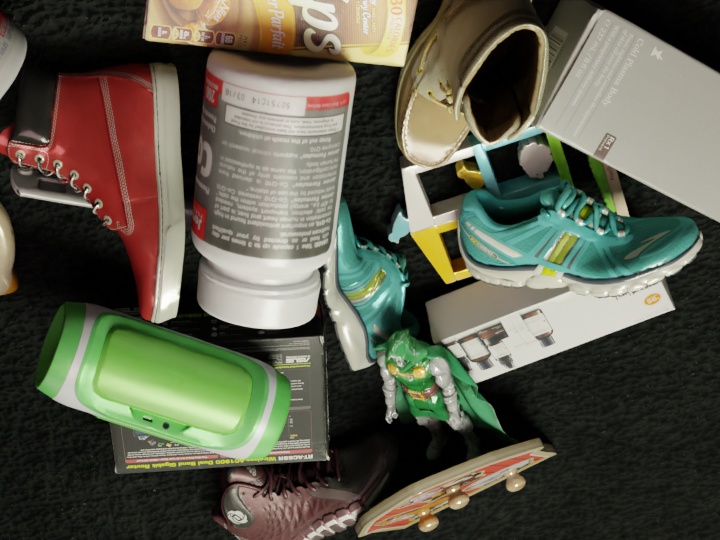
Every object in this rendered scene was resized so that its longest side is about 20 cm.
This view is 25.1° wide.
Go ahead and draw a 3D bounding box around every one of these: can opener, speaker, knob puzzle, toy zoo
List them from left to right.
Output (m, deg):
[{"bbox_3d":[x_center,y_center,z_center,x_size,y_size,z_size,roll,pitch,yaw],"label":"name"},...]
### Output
[{"bbox_3d":[-0.181,-0.074,1.297,0.199,0.054,0.067,8,128,-13],"label":"can opener"},{"bbox_3d":[-0.161,0.092,1.331,0.199,0.089,0.089,20,124,-19],"label":"speaker"},{"bbox_3d":[0.083,0.209,1.486,0.218,0.031,0.220,-22,165,-6],"label":"knob puzzle"},{"bbox_3d":[0.117,-0.061,1.356,0.199,0.021,0.132,-18,128,9],"label":"toy zoo"}]

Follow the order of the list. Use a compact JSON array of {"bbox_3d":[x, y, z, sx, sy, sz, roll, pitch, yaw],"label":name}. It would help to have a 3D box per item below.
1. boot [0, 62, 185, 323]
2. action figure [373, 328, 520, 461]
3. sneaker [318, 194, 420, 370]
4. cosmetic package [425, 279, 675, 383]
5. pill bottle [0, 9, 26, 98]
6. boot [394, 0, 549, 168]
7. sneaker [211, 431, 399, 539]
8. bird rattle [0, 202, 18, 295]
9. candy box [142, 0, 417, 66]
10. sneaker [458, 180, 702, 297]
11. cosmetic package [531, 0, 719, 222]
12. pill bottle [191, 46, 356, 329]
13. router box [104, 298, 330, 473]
[{"bbox_3d":[-0.207,-0.056,1.243,0.143,0.072,0.202,-5,90,-12],"label":"boot"},{"bbox_3d":[0.059,0.108,1.415,0.117,0.055,0.200,3,149,24],"label":"action figure"},{"bbox_3d":[0.000,0.000,1.370,0.079,0.078,0.201,-21,137,-1],"label":"sneaker"},{"bbox_3d":[0.165,0.032,1.403,0.199,0.051,0.083,-22,142,14],"label":"cosmetic package"},{"bbox_3d":[-0.343,-0.193,1.149,0.112,0.113,0.200,-32,125,19],"label":"pill bottle"},{"bbox_3d":[0.081,-0.132,1.208,0.072,0.155,0.201,16,124,-15],"label":"boot"},{"bbox_3d":[-0.064,0.198,1.513,0.115,0.076,0.200,36,118,-25],"label":"sneaker"},{"bbox_3d":[-0.366,-0.024,1.316,0.162,0.113,0.201,-15,116,-8],"label":"bird rattle"},{"bbox_3d":[-0.056,-0.221,1.190,0.198,0.055,0.116,5,129,-8],"label":"candy box"},{"bbox_3d":[0.171,-0.029,1.293,0.199,0.078,0.080,1,121,21],"label":"sneaker"},{"bbox_3d":[0.226,-0.125,1.261,0.199,0.090,0.107,23,103,-19],"label":"cosmetic package"},{"bbox_3d":[-0.071,-0.065,1.239,0.113,0.114,0.201,5,111,-9],"label":"pill bottle"},{"bbox_3d":[-0.127,0.102,1.435,0.198,0.062,0.151,-3,127,-3],"label":"router box"}]
